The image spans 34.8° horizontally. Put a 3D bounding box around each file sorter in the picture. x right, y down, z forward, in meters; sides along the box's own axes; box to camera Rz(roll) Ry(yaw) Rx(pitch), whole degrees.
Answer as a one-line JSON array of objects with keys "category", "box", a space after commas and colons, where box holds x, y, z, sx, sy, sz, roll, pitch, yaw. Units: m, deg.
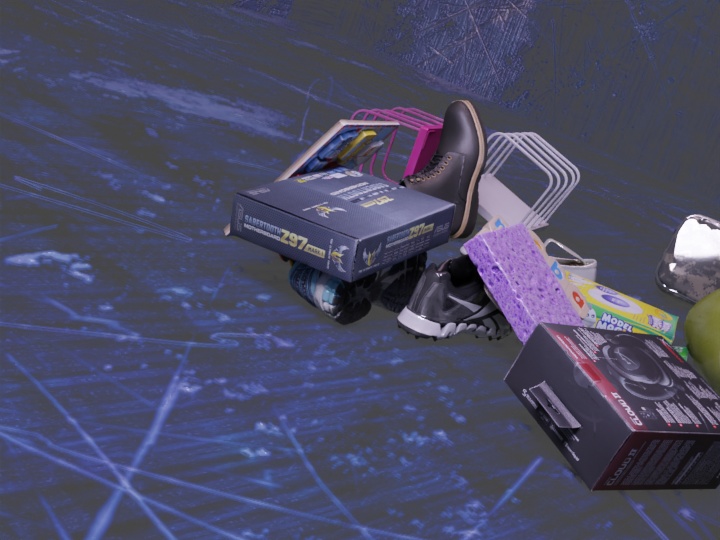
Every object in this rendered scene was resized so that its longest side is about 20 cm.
[{"category": "file sorter", "box": [0.261, -0.147, 1.881, 0.139, 0.125, 0.200, 43, 21, 13]}, {"category": "file sorter", "box": [0.063, -0.177, 1.778, 0.125, 0.139, 0.200, 24, 16, 19]}]

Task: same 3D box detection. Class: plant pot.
[{"category": "plant pot", "box": [0.474, 0.087, 1.381, 0.187, 0.187, 0.200, 17, 2, -10]}]

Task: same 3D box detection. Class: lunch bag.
[{"category": "lunch bag", "box": [0.569, 0.006, 1.803, 0.200, 0.140, 0.168, 26, 1, 19]}]

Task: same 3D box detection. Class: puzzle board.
[{"category": "puzzle board", "box": [-0.053, -0.105, 1.334, 0.017, 0.200, 0.151, 55, 25, 11]}]

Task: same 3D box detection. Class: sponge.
[{"category": "sponge", "box": [0.190, 0.044, 1.208, 0.112, 0.030, 0.200, -12, 70, -58]}]

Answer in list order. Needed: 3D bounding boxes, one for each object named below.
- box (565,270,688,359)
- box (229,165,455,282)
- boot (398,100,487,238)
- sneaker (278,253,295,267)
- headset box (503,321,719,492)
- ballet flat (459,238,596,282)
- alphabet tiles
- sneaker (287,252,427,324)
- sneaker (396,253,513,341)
[{"category": "box", "box": [0.330, 0.062, 1.476, 0.200, 0.048, 0.117, 25, 17, 12]}, {"category": "box", "box": [-0.015, -0.055, 1.210, 0.158, 0.051, 0.200, 23, 25, 28]}, {"category": "boot", "box": [0.107, -0.149, 1.639, 0.138, 0.200, 0.077, 2, -3, -40]}, {"category": "sneaker", "box": [-0.013, -0.038, 1.338, 0.200, 0.078, 0.082, 11, 17, -28]}, {"category": "headset box", "box": [0.242, 0.126, 1.061, 0.200, 0.077, 0.149, 6, 33, -37]}, {"category": "ballet flat", "box": [0.239, -0.020, 1.603, 0.200, 0.070, 0.069, 17, 16, -7]}, {"category": "alphabet tiles", "box": [0.196, 0.031, 1.274, 0.200, 0.015, 0.196, 51, 30, -3]}, {"category": "sneaker", "box": [0.000, 0.000, 1.235, 0.086, 0.078, 0.200, 25, 16, 29]}, {"category": "sneaker", "box": [0.125, 0.027, 1.263, 0.066, 0.091, 0.200, 30, 19, 37]}]
